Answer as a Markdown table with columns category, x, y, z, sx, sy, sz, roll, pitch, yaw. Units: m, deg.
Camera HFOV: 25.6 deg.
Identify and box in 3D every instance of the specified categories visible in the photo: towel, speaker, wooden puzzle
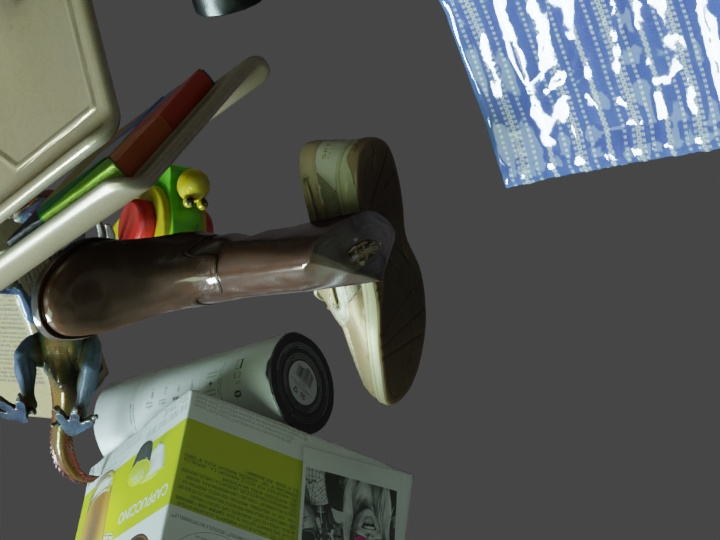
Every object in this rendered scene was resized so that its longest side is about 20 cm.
| category | x | y | z | sx | sy | sz | roll | pitch | yaw |
| --- | --- | --- | --- | --- | --- | --- | --- | --- | --- |
| towel | 0.157 | -0.130 | 1.004 | 0.198 | 0.024 | 0.146 | -8 | 115 | 32 |
| speaker | -0.122 | 0.109 | 1.274 | 0.198 | 0.081 | 0.082 | -17 | 111 | 35 |
| wooden puzzle | -0.169 | -0.071 | 1.102 | 0.184 | 0.200 | 0.037 | -30 | 104 | 38 |
| wooden puzzle | -0.240 | -0.142 | 1.131 | 0.184 | 0.037 | 0.202 | -29 | 65 | 39 |

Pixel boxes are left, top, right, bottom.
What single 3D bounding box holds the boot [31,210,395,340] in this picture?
| category | x | y | z | sx | sy | sz | roll | pitch | yaw |
| --- | --- | --- | --- | --- | --- | --- | --- | --- | --- |
| boot | -0.092 | 0.001 | 1.053 | 0.198 | 0.186 | 0.065 | -2 | 105 | 36 |

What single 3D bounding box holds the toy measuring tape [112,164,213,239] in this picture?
| category | x | y | z | sx | sy | sz | roll | pitch | yaw |
| --- | --- | --- | --- | --- | --- | --- | --- | --- | --- |
| toy measuring tape | -0.167 | -0.007 | 1.226 | 0.073 | 0.074 | 0.200 | 42 | 131 | -3 |

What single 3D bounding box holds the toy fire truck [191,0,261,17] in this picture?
| category | x | y | z | sx | sy | sz | roll | pitch | yaw |
| --- | --- | --- | --- | --- | --- | --- | --- | --- | --- |
| toy fire truck | -0.036 | -0.260 | 0.962 | 0.198 | 0.176 | 0.130 | -20 | 117 | -9 |

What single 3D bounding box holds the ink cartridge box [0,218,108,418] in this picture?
| category | x | y | z | sx | sy | sz | roll | pitch | yaw |
| --- | --- | --- | --- | --- | --- | --- | --- | --- | --- |
| ink cartridge box | -0.330 | 0.035 | 1.341 | 0.198 | 0.075 | 0.166 | 2 | 122 | 27 |

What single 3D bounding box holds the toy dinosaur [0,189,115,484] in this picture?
| category | x | y | z | sx | sy | sz | roll | pitch | yaw |
| --- | --- | --- | --- | --- | --- | --- | --- | --- | --- |
| toy dinosaur | -0.244 | 0.035 | 1.237 | 0.104 | 0.183 | 0.201 | 5 | 142 | -5 |

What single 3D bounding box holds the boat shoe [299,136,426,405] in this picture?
| category | x | y | z | sx | sy | sz | roll | pitch | yaw |
| --- | --- | --- | --- | --- | --- | --- | --- | --- | --- |
| boat shoe | 0.000 | 0.000 | 1.149 | 0.064 | 0.071 | 0.203 | 3 | 112 | 31 |

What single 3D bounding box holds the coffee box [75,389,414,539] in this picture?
| category | x | y | z | sx | sy | sz | roll | pitch | yaw |
| --- | --- | --- | --- | --- | --- | --- | --- | --- | --- |
| coffee box | -0.103 | 0.242 | 1.215 | 0.198 | 0.200 | 0.199 | 24 | 145 | -22 |
